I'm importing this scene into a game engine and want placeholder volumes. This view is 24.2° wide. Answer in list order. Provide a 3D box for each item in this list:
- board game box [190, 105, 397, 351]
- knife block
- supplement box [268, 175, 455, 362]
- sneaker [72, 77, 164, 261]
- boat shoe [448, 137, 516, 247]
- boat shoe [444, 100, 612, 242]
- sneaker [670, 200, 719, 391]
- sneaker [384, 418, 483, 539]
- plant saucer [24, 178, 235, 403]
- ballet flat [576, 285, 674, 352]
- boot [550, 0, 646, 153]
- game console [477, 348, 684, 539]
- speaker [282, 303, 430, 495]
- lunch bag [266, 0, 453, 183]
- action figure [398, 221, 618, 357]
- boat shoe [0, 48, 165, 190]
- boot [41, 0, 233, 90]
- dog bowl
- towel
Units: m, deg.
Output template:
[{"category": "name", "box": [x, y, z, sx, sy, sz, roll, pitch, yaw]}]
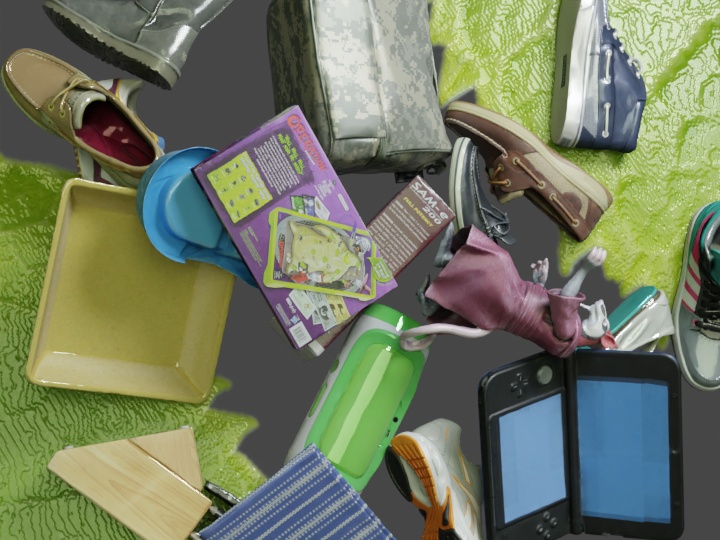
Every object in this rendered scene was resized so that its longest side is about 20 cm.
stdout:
[{"category": "board game box", "box": [-0.062, -0.040, 1.594, 0.119, 0.032, 0.201, -31, 103, -8]}, {"category": "knife block", "box": [-0.198, 0.248, 1.654, 0.198, 0.064, 0.178, -9, 82, -8]}, {"category": "supplement box", "box": [0.000, 0.000, 1.690, 0.061, 0.109, 0.200, 45, 80, -2]}, {"category": "sneaker", "box": [-0.236, -0.098, 1.698, 0.089, 0.075, 0.202, -14, 84, -3]}, {"category": "boat shoe", "box": [0.128, -0.037, 1.719, 0.062, 0.075, 0.202, -8, 93, 12]}, {"category": "boat shoe", "box": [0.164, -0.101, 1.745, 0.199, 0.072, 0.072, 34, 81, -4]}, {"category": "sneaker", "box": [0.376, 0.020, 1.721, 0.083, 0.121, 0.202, 6, 81, -5]}, {"category": "sneaker", "box": [0.102, 0.242, 1.685, 0.092, 0.075, 0.202, -27, 101, -42]}, {"category": "plant saucer", "box": [-0.225, 0.019, 1.650, 0.198, 0.048, 0.202, 10, 97, -31]}, {"category": "ballet flat", "box": [0.245, 0.095, 1.730, 0.199, 0.069, 0.070, -35, 86, -11]}, {"category": "boot", "box": [0.257, -0.225, 1.779, 0.089, 0.073, 0.202, 7, 89, -12]}, {"category": "game console", "box": [0.216, 0.185, 1.641, 0.170, 0.118, 0.202, -17, 110, -35]}, {"category": "speaker", "box": [-0.003, 0.138, 1.682, 0.088, 0.088, 0.201, 27, 79, -1]}, {"category": "lunch bag", "box": [0.006, -0.192, 1.707, 0.166, 0.139, 0.202, -6, 84, -24]}, {"category": "action figure", "box": [0.155, 0.038, 1.614, 0.199, 0.134, 0.150, 26, 75, 2]}, {"category": "boat shoe", "box": [-0.267, -0.156, 1.642, 0.199, 0.066, 0.074, 36, 73, 2]}, {"category": "boot", "box": [-0.206, -0.300, 1.734, 0.181, 0.073, 0.201, 28, 77, 8]}, {"category": "dog bowl", "box": [-0.130, -0.053, 1.631, 0.199, 0.049, 0.113, 19, 92, -32]}, {"category": "towel", "box": [-0.043, 0.277, 1.638, 0.144, 0.024, 0.200, -38, 114, 2]}]
